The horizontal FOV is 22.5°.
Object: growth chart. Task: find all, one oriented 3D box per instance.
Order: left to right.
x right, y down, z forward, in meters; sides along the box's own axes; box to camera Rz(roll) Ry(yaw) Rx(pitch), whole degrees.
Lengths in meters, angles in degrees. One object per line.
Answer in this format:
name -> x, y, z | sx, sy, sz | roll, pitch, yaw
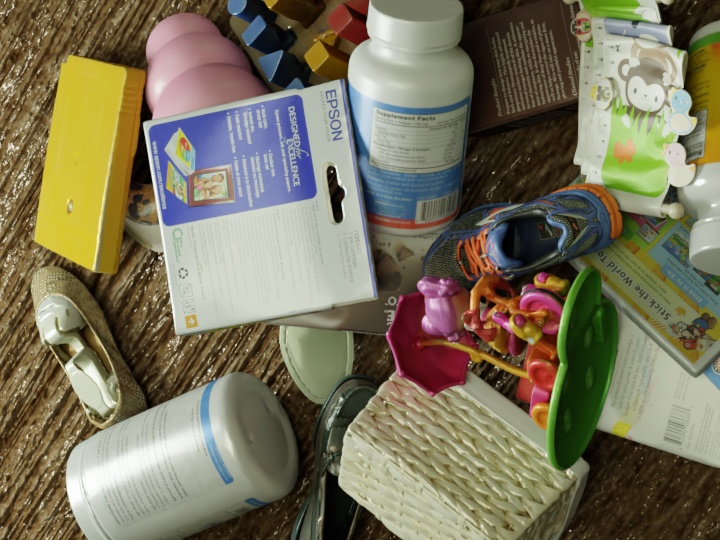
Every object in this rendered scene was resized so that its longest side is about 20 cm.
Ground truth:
growth chart -> 0.226, -0.144, 1.532 | 0.144, 0.018, 0.201 | 1, 93, 51

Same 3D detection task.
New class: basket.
basket -> 0.087, 0.185, 1.637 | 0.200, 0.136, 0.123 | 37, 62, 18

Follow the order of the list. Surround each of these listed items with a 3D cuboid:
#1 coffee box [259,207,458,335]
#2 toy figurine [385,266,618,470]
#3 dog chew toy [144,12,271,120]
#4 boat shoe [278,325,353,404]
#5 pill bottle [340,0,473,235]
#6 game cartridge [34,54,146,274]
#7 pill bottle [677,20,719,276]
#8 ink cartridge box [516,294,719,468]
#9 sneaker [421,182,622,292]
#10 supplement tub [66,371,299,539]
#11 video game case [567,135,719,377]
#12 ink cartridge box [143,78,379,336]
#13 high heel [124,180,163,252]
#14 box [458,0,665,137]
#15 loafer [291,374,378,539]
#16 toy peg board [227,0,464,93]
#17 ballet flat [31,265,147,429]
coffee box -> 0.000, 0.000, 1.683 | 0.199, 0.080, 0.114 | 6, 93, 1
toy figurine -> 0.108, 0.057, 1.544 | 0.183, 0.150, 0.200 | 16, 142, 23
dog chew toy -> -0.152, -0.172, 1.749 | 0.124, 0.124, 0.200 | -39, 50, 20
boat shoe -> -0.051, 0.028, 1.755 | 0.071, 0.061, 0.202 | -13, 92, -1
pill bottle -> 0.042, -0.142, 1.600 | 0.112, 0.112, 0.201 | 17, 122, 22
game cartridge -> -0.270, -0.110, 1.810 | 0.176, 0.032, 0.201 | 21, 102, 58
pill bottle -> 0.325, -0.101, 1.525 | 0.111, 0.111, 0.201 | 0, 72, 23
ink cartridge box -> 0.251, 0.090, 1.620 | 0.199, 0.067, 0.117 | 17, 98, 22
sneaker -> 0.126, -0.025, 1.569 | 0.200, 0.078, 0.076 | -23, 88, 39
supplement tub -> -0.173, 0.192, 1.776 | 0.199, 0.132, 0.132 | -23, 83, 22
video game case -> 0.283, -0.037, 1.583 | 0.182, 0.023, 0.200 | -44, 71, -6
ink cartridge box -> -0.085, -0.054, 1.619 | 0.199, 0.047, 0.199 | -10, 87, 17
high heel -> -0.175, -0.085, 1.819 | 0.200, 0.071, 0.143 | 32, 77, 35
box -> 0.176, -0.190, 1.632 | 0.199, 0.075, 0.101 | -13, 86, 26
loafer -> -0.013, 0.201, 1.732 | 0.072, 0.063, 0.201 | 8, 106, -21
toy peg board -> -0.041, -0.249, 1.682 | 0.199, 0.098, 0.200 | -45, 54, 19
ballet flat -> -0.286, 0.079, 1.855 | 0.070, 0.065, 0.200 | -41, 76, 20
